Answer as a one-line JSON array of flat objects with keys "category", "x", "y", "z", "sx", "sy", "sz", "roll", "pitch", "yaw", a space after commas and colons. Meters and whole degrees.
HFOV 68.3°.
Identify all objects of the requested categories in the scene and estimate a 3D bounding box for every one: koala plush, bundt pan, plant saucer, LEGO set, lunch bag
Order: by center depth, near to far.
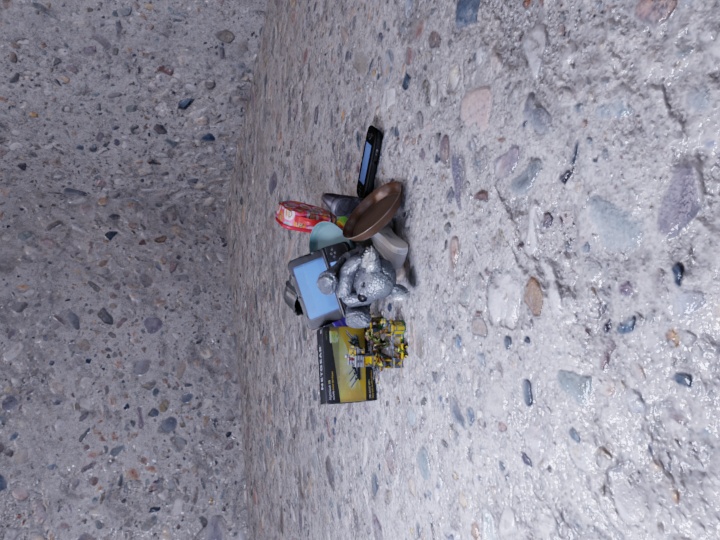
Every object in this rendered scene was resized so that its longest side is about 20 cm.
[{"category": "koala plush", "x": 0.024, "y": 0.020, "z": 1.300, "sx": 0.185, "sy": 0.178, "sz": 0.198, "roll": -49, "pitch": 16, "yaw": -24}, {"category": "LEGO set", "x": 0.028, "y": 0.188, "z": 1.366, "sx": 0.199, "sy": 0.112, "sz": 0.161, "roll": -164, "pitch": 77, "yaw": -66}, {"category": "plant saucer", "x": 0.036, "y": -0.146, "z": 1.366, "sx": 0.197, "sy": 0.035, "sz": 0.203, "roll": -36, "pitch": 24, "yaw": 18}, {"category": "plant saucer", "x": -0.072, "y": -0.041, "z": 1.498, "sx": 0.196, "sy": 0.027, "sz": 0.208, "roll": 24, "pitch": 125, "yaw": 39}, {"category": "bundt pan", "x": -0.187, "y": 0.045, "z": 1.782, "sx": 0.074, "sy": 0.201, "sz": 0.207, "roll": 30, "pitch": 125, "yaw": 18}, {"category": "lunch bag", "x": -0.181, "y": -0.175, "z": 1.793, "sx": 0.176, "sy": 0.193, "sz": 0.085, "roll": 37, "pitch": 116, "yaw": 62}]

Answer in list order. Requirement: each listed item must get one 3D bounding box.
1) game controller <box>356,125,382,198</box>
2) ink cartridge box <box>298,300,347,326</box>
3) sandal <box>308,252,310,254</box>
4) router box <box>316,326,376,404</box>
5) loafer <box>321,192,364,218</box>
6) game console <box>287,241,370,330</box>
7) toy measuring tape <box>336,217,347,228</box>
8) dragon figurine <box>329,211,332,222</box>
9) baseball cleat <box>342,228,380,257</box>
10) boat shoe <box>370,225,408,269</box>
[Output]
[{"category": "game controller", "x": 0.021, "y": -0.305, "z": 1.519, "sx": 0.105, "sy": 0.041, "sz": 0.207, "roll": -131, "pitch": 48, "yaw": -57}, {"category": "ink cartridge box", "x": -0.094, "y": 0.143, "z": 1.619, "sx": 0.201, "sy": 0.043, "sz": 0.199, "roll": 55, "pitch": 153, "yaw": -5}, {"category": "sandal", "x": -0.119, "y": -0.086, "z": 1.775, "sx": 0.204, "sy": 0.078, "sz": 0.061, "roll": -2, "pitch": 116, "yaw": 61}, {"category": "router box", "x": -0.039, "y": 0.261, "z": 1.473, "sx": 0.052, "sy": 0.151, "sz": 0.209, "roll": 148, "pitch": 120, "yaw": -61}, {"category": "loafer", "x": -0.037, "y": -0.182, "z": 1.469, "sx": 0.062, "sy": 0.198, "sz": 0.074, "roll": 34, "pitch": 103, "yaw": 24}, {"category": "game console", "x": -0.086, "y": 0.046, "z": 1.444, "sx": 0.173, "sy": 0.114, "sz": 0.207, "roll": -9, "pitch": 102, "yaw": 54}, {"category": "toy measuring tape", "x": -0.024, "y": -0.132, "z": 1.571, "sx": 0.199, "sy": 0.071, "sz": 0.077, "roll": -163, "pitch": 77, "yaw": -66}, {"category": "dragon figurine", "x": -0.090, "y": -0.072, "z": 1.622, "sx": 0.098, "sy": 0.058, "sz": 0.207, "roll": 11, "pitch": 80, "yaw": 52}, {"category": "baseball cleat", "x": -0.016, "y": -0.050, "z": 1.503, "sx": 0.198, "sy": 0.068, "sz": 0.110, "roll": 31, "pitch": 119, "yaw": 41}, {"category": "boat shoe", "x": 0.064, "y": -0.067, "z": 1.379, "sx": 0.200, "sy": 0.070, "sz": 0.071, "roll": 42, "pitch": 128, "yaw": 51}]
